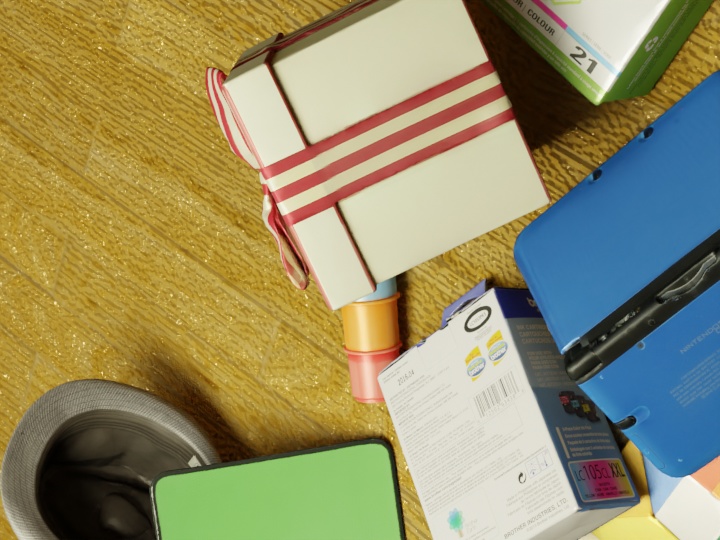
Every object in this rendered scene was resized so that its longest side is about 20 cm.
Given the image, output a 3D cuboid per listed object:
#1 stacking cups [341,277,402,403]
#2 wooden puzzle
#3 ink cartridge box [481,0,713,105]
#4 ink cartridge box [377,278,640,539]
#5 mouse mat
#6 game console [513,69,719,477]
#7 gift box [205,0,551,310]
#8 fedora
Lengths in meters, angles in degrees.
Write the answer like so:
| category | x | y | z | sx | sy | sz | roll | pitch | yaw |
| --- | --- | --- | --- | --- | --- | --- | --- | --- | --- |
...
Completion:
| category | x | y | z | sx | sy | sz | roll | pitch | yaw |
| --- | --- | --- | --- | --- | --- | --- | --- | --- | --- |
| stacking cups | 0.000 | 0.000 | 1.189 | 0.060 | 0.060 | 0.203 | 6 | 104 | 36 |
| wooden puzzle | 0.231 | 0.164 | 1.061 | 0.200 | 0.037 | 0.186 | 43 | 122 | 22 |
| ink cartridge box | 0.172 | -0.234 | 0.998 | 0.148 | 0.075 | 0.201 | 45 | 124 | 21 |
| ink cartridge box | 0.097 | 0.104 | 1.106 | 0.136 | 0.076 | 0.202 | -39 | 62 | 37 |
| mouse mat | -0.061 | 0.226 | 1.232 | 0.197 | 0.008 | 0.163 | -8 | 96 | -6 |
| game console | 0.226 | 0.003 | 1.017 | 0.199 | 0.119 | 0.171 | -40 | 106 | 20 |
| gift box | 0.011 | -0.090 | 1.050 | 0.185 | 0.200 | 0.186 | -25 | 99 | 6 |
| fedora | -0.206 | 0.193 | 1.285 | 0.198 | 0.179 | 0.090 | 22 | 148 | -11 |
